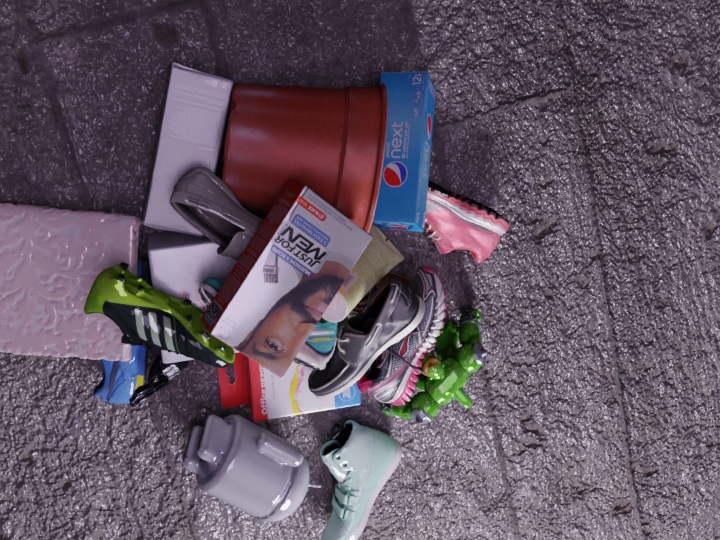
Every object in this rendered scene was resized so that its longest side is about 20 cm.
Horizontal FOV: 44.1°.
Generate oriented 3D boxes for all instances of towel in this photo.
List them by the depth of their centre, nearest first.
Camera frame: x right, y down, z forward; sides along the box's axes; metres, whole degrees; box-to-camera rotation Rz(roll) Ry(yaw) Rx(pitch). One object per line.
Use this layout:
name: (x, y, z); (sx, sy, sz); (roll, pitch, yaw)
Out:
towel: (-0.385, 0.016, 1.148); (0.195, 0.032, 0.196); (5, 98, 2)

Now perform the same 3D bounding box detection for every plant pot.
plant pot: (-0.077, -0.151, 1.144); (0.191, 0.201, 0.205); (6, 102, -8)

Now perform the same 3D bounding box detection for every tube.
tube: (0.000, 0.000, 1.200); (0.051, 0.200, 0.059); (5, 120, 23)

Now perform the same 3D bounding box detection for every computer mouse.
computer mouse: (-0.266, 0.135, 1.156); (0.058, 0.200, 0.035); (-29, 95, 3)

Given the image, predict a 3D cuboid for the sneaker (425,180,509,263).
sneaker: (0.117, -0.070, 1.268); (0.197, 0.074, 0.088); (22, 102, -17)

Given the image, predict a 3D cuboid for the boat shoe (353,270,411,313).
boat shoe: (0.011, 0.033, 1.267); (0.196, 0.068, 0.073); (18, 99, -18)

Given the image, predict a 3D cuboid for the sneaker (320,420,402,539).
sneaker: (-0.033, 0.319, 1.320); (0.117, 0.073, 0.203); (33, 84, -26)

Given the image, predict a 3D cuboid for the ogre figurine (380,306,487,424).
ogre figurine: (0.116, 0.147, 1.294); (0.197, 0.120, 0.100); (-29, 110, -7)

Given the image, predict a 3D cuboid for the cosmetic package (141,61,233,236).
cosmetic package: (-0.224, -0.156, 1.142); (0.088, 0.107, 0.204); (13, 98, -17)

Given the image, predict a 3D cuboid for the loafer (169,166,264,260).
loafer: (-0.150, -0.039, 1.088); (0.199, 0.070, 0.070); (40, 48, -12)

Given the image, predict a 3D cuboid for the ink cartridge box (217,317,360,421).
ink cartridge box: (-0.103, 0.141, 1.264); (0.195, 0.067, 0.119); (-8, 106, -12)

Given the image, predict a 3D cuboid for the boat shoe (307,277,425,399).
boat shoe: (-0.005, 0.090, 1.189); (0.200, 0.072, 0.067); (-44, 125, 15)

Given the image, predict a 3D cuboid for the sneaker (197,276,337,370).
sneaker: (-0.117, 0.055, 1.136); (0.198, 0.077, 0.081); (29, 76, -24)

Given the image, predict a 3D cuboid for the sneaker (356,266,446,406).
sneaker: (0.059, 0.091, 1.234); (0.073, 0.081, 0.204); (16, 99, -25)

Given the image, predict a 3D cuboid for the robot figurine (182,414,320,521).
robot figurine: (-0.153, 0.281, 1.257); (0.198, 0.114, 0.169); (34, 135, -24)

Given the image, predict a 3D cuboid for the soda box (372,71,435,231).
soda box: (0.057, -0.159, 1.193); (0.066, 0.064, 0.205); (3, 83, 16)

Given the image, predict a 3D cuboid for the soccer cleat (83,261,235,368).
soccer cleat: (-0.248, 0.070, 1.107); (0.198, 0.068, 0.081); (35, 112, -17)

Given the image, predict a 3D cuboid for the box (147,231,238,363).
box: (-0.178, 0.023, 1.195); (0.195, 0.106, 0.156); (-7, 105, -12)

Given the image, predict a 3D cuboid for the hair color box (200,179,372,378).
hair color box: (-0.087, 0.009, 1.053); (0.110, 0.064, 0.202); (33, 89, -26)

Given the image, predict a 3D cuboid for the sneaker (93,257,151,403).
sneaker: (-0.321, 0.082, 1.196); (0.077, 0.066, 0.205); (7, 102, -12)
